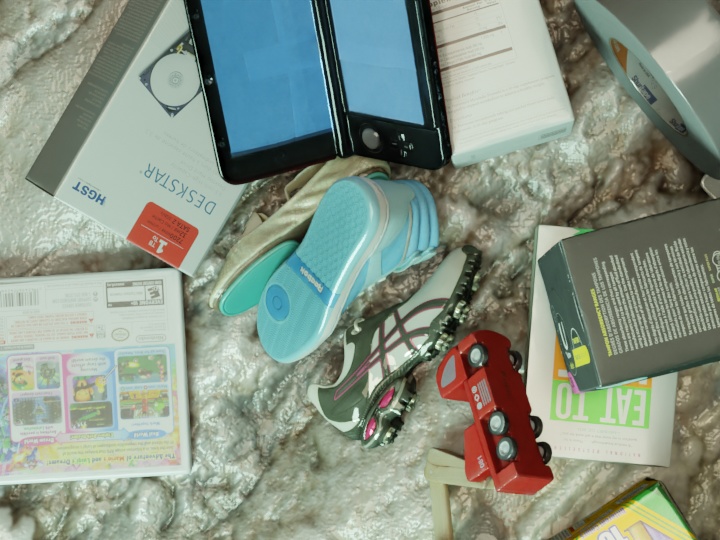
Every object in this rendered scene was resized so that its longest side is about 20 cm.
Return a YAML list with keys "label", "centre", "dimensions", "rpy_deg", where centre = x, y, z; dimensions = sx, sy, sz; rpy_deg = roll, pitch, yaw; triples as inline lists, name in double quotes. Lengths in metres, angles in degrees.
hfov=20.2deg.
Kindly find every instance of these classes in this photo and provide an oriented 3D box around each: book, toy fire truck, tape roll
- label: "book"
  centre: [0.211, 0.066, 1.762]
  dimensions: [0.134, 0.048, 0.200]
  rpy_deg: [5, 84, 1]
- label: "toy fire truck"
  centre: [0.096, 0.167, 1.736]
  dimensions: [0.141, 0.049, 0.200]
  rpy_deg: [-41, 52, 37]
- label: "tape roll"
  centre: [0.265, -0.173, 1.692]
  dimensions: [0.066, 0.200, 0.200]
  rpy_deg: [-38, 86, -1]

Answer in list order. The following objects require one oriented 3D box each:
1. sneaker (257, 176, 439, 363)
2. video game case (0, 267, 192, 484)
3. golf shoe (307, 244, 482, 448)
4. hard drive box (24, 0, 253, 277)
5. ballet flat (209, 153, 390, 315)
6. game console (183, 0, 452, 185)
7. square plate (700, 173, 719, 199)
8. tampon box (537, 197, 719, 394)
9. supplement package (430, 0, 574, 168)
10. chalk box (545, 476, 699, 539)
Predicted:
- label: "sneaker"
  centre: [0.000, 0.000, 1.759]
  dimensions: [0.080, 0.131, 0.200]
  rpy_deg: [52, 127, 24]
- label: "video game case"
  centre: [-0.253, 0.094, 1.788]
  dimensions: [0.200, 0.024, 0.182]
  rpy_deg: [-3, 87, 1]
- label: "golf shoe"
  centre: [0.033, 0.055, 1.754]
  dimensions: [0.088, 0.077, 0.200]
  rpy_deg: [32, 88, 11]
- label: "hard drive box"
  centre: [-0.165, -0.121, 1.734]
  dimensions: [0.156, 0.077, 0.200]
  rpy_deg: [30, 89, -32]
- label: "ballet flat"
  centre: [-0.060, -0.040, 1.777]
  dimensions: [0.200, 0.067, 0.062]
  rpy_deg: [-38, 58, -4]
- label: "game console"
  centre: [-0.034, -0.166, 1.666]
  dimensions: [0.172, 0.119, 0.200]
  rpy_deg: [14, 126, 40]
- label: "square plate"
  centre: [0.433, -0.079, 1.766]
  dimensions: [0.198, 0.028, 0.200]
  rpy_deg: [44, 89, 4]
- label: "tampon box"
  centre: [0.264, 0.018, 1.673]
  dimensions: [0.200, 0.150, 0.126]
  rpy_deg: [-14, 84, -3]
- label: "supplement package"
  centre: [0.103, -0.203, 1.744]
  dimensions: [0.109, 0.114, 0.200]
  rpy_deg: [-17, 87, 3]
- label: "chalk box"
  centre: [0.251, 0.291, 1.705]
  dimensions: [0.124, 0.124, 0.200]
  rpy_deg: [-32, 85, 0]
